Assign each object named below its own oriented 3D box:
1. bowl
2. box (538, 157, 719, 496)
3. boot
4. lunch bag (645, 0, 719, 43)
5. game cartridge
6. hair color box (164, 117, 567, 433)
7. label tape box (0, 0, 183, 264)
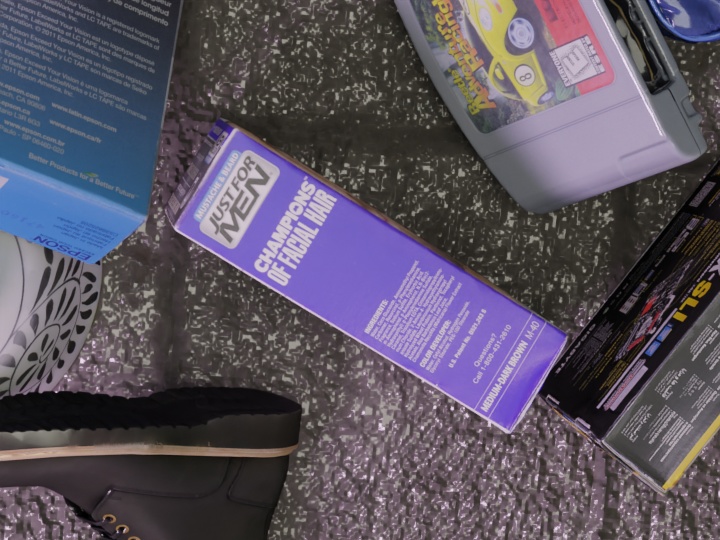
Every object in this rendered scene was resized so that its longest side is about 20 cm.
[{"bbox_3d":[-0.229,0.001,1.101,0.200,0.094,0.202,-1,96,-8],"label":"bowl"},{"bbox_3d":[0.181,0.011,1.123,0.049,0.160,0.200,39,90,-11],"label":"box"},{"bbox_3d":[-0.123,0.135,1.116,0.199,0.077,0.139,2,102,-30],"label":"boot"},{"bbox_3d":[0.167,-0.221,1.108,0.136,0.132,0.201,-29,100,-4],"label":"lunch bag"},{"bbox_3d":[0.082,-0.129,1.111,0.041,0.133,0.201,-32,97,-35],"label":"game cartridge"},{"bbox_3d":[0.000,0.000,1.123,0.200,0.109,0.065,30,92,-10],"label":"hair color box"},{"bbox_3d":[-0.167,-0.122,1.081,0.143,0.066,0.201,21,56,-26],"label":"label tape box"}]
